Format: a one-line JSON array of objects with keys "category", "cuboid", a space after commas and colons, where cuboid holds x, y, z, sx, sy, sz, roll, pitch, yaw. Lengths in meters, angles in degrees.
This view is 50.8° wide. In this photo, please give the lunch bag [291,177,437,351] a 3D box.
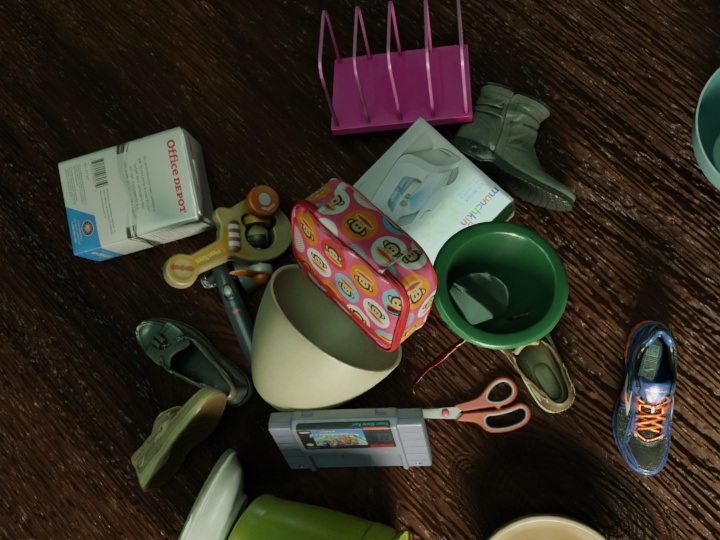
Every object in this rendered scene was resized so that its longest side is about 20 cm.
[{"category": "lunch bag", "cuboid": [0.000, 0.000, 0.946, 0.082, 0.176, 0.200, -37, 67, -25]}]

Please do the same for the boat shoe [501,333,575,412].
[{"category": "boat shoe", "cuboid": [0.220, 0.094, 1.006, 0.075, 0.075, 0.202, -36, 77, 3]}]

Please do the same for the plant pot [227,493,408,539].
[{"category": "plant pot", "cuboid": [-0.068, 0.380, 0.955, 0.193, 0.200, 0.201, 22, 85, 17]}]

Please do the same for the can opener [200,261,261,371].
[{"category": "can opener", "cuboid": [-0.173, 0.057, 1.088, 0.079, 0.063, 0.200, -20, 78, 6]}]

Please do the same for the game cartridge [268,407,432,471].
[{"category": "game cartridge", "cuboid": [-0.011, 0.225, 1.001, 0.200, 0.130, 0.038, -4, 56, 10]}]

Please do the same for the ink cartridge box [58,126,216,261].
[{"category": "ink cartridge box", "cuboid": [-0.330, -0.111, 1.131, 0.200, 0.084, 0.146, -14, 79, 7]}]

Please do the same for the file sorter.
[{"category": "file sorter", "cuboid": [0.049, -0.290, 1.052, 0.200, 0.125, 0.139, -4, 59, 9]}]

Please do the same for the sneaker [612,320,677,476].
[{"category": "sneaker", "cuboid": [0.366, 0.160, 0.968, 0.075, 0.078, 0.200, 2, 81, 11]}]

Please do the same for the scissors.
[{"category": "scissors", "cuboid": [0.129, 0.201, 1.036, 0.200, 0.014, 0.073, -16, 80, 6]}]

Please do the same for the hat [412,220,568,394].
[{"category": "hat", "cuboid": [0.153, 0.045, 1.013, 0.200, 0.176, 0.166, -14, 73, -11]}]

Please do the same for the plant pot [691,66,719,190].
[{"category": "plant pot", "cuboid": [0.515, -0.167, 0.964, 0.200, 0.135, 0.200, -2, 81, 10]}]

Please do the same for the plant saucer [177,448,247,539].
[{"category": "plant saucer", "cuboid": [-0.190, 0.333, 0.981, 0.050, 0.200, 0.200, 23, 86, 3]}]

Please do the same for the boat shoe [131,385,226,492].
[{"category": "boat shoe", "cuboid": [-0.260, 0.223, 1.053, 0.200, 0.071, 0.065, -50, 64, 20]}]

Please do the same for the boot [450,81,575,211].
[{"category": "boot", "cuboid": [0.232, -0.179, 1.055, 0.200, 0.068, 0.131, 32, 82, 12]}]

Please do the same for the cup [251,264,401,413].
[{"category": "cup", "cuboid": [-0.067, 0.110, 1.011, 0.200, 0.200, 0.143, 42, 114, 13]}]

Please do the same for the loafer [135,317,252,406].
[{"category": "loafer", "cuboid": [-0.245, 0.126, 1.089, 0.200, 0.063, 0.072, 30, 87, 13]}]

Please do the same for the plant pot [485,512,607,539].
[{"category": "plant pot", "cuboid": [0.235, 0.402, 0.946, 0.201, 0.093, 0.201, -2, 81, 11]}]

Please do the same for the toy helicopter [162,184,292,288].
[{"category": "toy helicopter", "cuboid": [-0.180, -0.024, 1.061, 0.200, 0.079, 0.132, -30, 91, -30]}]

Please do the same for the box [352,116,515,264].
[{"category": "box", "cuboid": [0.080, -0.071, 1.048, 0.200, 0.097, 0.176, -45, 74, 0]}]
